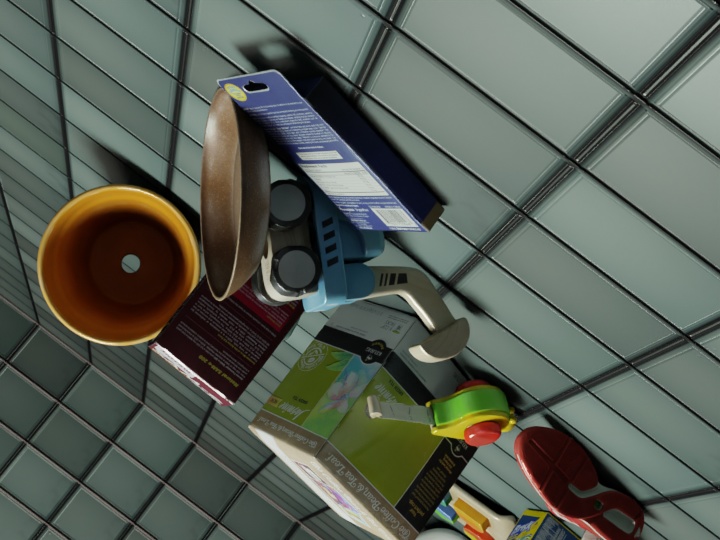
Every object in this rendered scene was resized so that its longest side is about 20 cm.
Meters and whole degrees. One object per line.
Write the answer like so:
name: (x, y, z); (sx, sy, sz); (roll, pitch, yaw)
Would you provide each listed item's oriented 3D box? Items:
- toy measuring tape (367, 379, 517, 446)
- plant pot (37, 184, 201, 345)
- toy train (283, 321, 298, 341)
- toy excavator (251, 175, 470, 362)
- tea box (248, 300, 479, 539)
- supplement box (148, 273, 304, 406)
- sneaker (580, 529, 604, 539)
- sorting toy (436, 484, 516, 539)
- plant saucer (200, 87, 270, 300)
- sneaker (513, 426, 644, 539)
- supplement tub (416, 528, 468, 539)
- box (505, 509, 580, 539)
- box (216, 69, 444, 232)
toy measuring tape: (0.102, 0.149, 1.426); (0.200, 0.074, 0.074); (15, 179, -37)
plant pot: (-0.304, -0.008, 1.706); (0.200, 0.200, 0.183); (38, 178, -4)
toy train: (-0.154, 0.050, 1.718); (0.114, 0.085, 0.200); (32, 164, -15)
toy excavator: (0.000, 0.000, 1.275); (0.100, 0.200, 0.195); (151, 111, -72)
tea box: (0.018, 0.174, 1.501); (0.134, 0.197, 0.200); (15, 151, 49)
supplement box: (-0.124, 0.036, 1.416); (0.109, 0.200, 0.061); (40, 162, -8)
sneaker: (0.316, 0.356, 1.598); (0.085, 0.073, 0.200); (22, 172, 28)
sorting toy: (0.151, 0.365, 1.990); (0.200, 0.036, 0.185); (28, 160, 26)
plant saucer: (-0.117, -0.072, 1.233); (0.037, 0.201, 0.200); (1, 172, -18)
sneaker: (0.221, 0.245, 1.490); (0.200, 0.078, 0.116); (46, 159, -21)
supplement tub: (0.122, 0.526, 2.273); (0.145, 0.145, 0.200); (37, 162, 1)
box: (0.295, 0.412, 1.788); (0.200, 0.064, 0.070); (41, 162, -11)
box: (-0.027, -0.110, 1.142); (0.200, 0.032, 0.121); (44, 161, -26)
